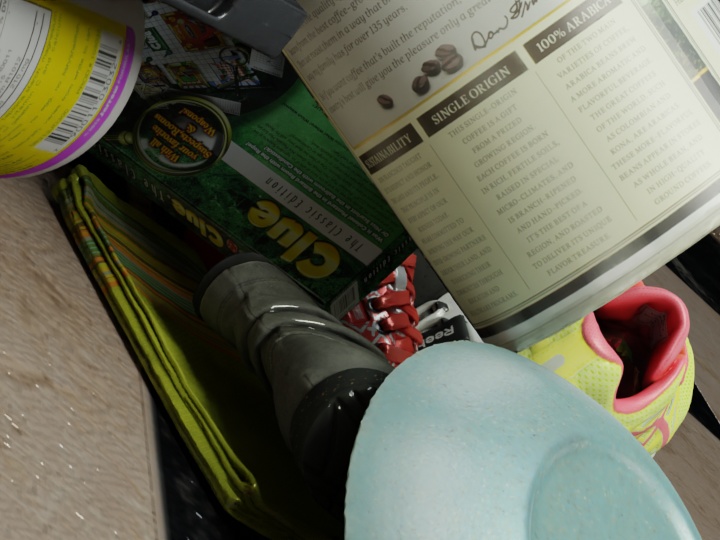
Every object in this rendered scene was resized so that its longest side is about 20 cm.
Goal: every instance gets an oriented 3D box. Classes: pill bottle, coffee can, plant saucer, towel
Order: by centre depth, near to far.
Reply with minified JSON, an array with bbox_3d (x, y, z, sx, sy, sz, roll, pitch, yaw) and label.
[{"bbox_3d":[-0.153,-0.090,0.798,0.104,0.104,0.200,48,11,16],"label":"pill bottle"},{"bbox_3d":[0.075,0.112,0.822,0.201,0.039,0.202,31,46,-39],"label":"plant saucer"},{"bbox_3d":[0.050,-0.090,0.907,0.200,0.146,0.146,55,10,-3],"label":"coffee can"},{"bbox_3d":[-0.054,0.037,0.927,0.086,0.018,0.200,34,15,-42],"label":"towel"}]

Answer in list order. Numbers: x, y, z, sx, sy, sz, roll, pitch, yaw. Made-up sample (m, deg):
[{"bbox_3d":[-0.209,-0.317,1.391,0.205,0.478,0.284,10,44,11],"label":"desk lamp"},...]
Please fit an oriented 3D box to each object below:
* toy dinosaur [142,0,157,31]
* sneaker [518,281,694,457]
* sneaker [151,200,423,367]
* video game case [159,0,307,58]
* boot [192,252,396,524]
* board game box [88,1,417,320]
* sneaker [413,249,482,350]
[{"bbox_3d":[-0.109,-0.149,0.959,0.135,0.201,0.102,-11,37,-42],"label":"toy dinosaur"},{"bbox_3d":[0.108,0.040,1.027,0.078,0.090,0.200,56,25,9],"label":"sneaker"},{"bbox_3d":[-0.001,-0.001,1.026,0.202,0.108,0.067,52,13,34],"label":"sneaker"},{"bbox_3d":[-0.127,-0.154,0.811,0.200,0.026,0.181,43,10,24],"label":"video game case"},{"bbox_3d":[0.024,0.076,0.920,0.200,0.068,0.131,49,1,-32],"label":"boot"},{"bbox_3d":[-0.051,-0.066,1.009,0.200,0.105,0.023,37,-27,25],"label":"board game box"},{"bbox_3d":[0.043,0.052,1.084,0.088,0.074,0.200,27,23,-52],"label":"sneaker"}]
